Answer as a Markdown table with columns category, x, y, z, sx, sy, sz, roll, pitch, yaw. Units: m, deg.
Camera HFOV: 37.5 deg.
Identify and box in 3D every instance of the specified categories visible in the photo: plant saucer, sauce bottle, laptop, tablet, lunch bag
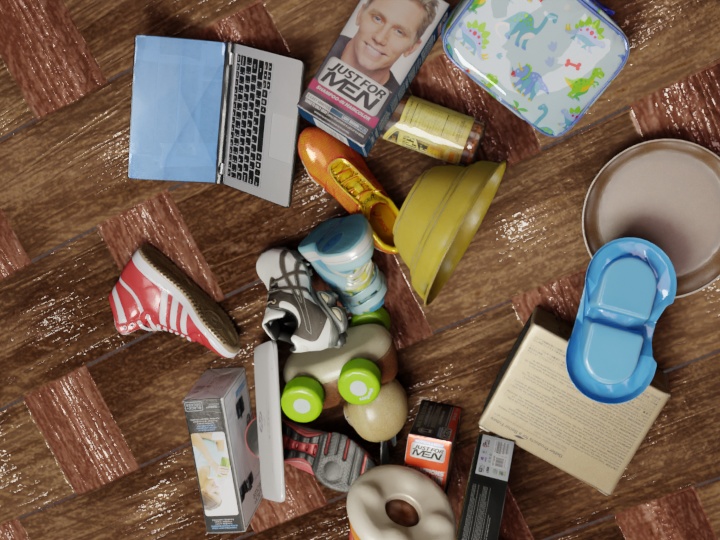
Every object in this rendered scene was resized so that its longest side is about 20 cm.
| category | x | y | z | sx | sy | sz | roll | pitch | yaw |
| --- | --- | --- | --- | --- | --- | --- | --- | --- | --- |
| plant saucer | 0.375 | -0.065 | 1.317 | 0.196 | 0.032 | 0.204 | 3 | 106 | 12 |
| sauce bottle | 0.058 | -0.189 | 1.334 | 0.197 | 0.066 | 0.067 | 21 | 110 | 8 |
| laptop | -0.186 | -0.190 | 1.353 | 0.198 | 0.115 | 0.191 | 21 | 113 | 35 |
| tablet | -0.122 | 0.199 | 1.396 | 0.013 | 0.130 | 0.204 | -1 | 82 | -16 |
| lunch bag | 0.208 | -0.271 | 1.251 | 0.199 | 0.083 | 0.161 | 35 | 110 | -10 |

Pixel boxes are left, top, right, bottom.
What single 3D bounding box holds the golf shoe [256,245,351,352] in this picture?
| category | x | y | z | sx | sy | sz | roll | pitch | yaw |
| --- | --- | --- | --- | --- | --- | --- | --- | --- | --- |
| golf shoe | -0.098 | 0.036 | 1.376 | 0.200 | 0.093 | 0.079 | 40 | 139 | 44 |

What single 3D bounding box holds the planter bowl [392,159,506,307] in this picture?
| category | x | y | z | sx | sy | sz | roll | pitch | yaw |
| --- | --- | --- | --- | --- | --- | --- | --- | --- | --- |
| planter bowl | 0.095 | -0.064 | 1.296 | 0.083 | 0.200 | 0.203 | 30 | 111 | 10 |

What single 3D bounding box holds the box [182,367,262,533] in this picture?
| category | x | y | z | sx | sy | sz | roll | pitch | yaw |
| --- | --- | --- | --- | --- | --- | --- | --- | --- | --- |
| box | -0.190 | 0.252 | 1.495 | 0.059 | 0.117 | 0.204 | -4 | 104 | 11 |

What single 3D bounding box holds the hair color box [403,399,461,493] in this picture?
| category | x | y | z | sx | sy | sz | roll | pitch | yaw |
| --- | --- | --- | --- | --- | --- | --- | --- | --- | --- |
| hair color box | 0.089 | 0.295 | 1.448 | 0.063 | 0.111 | 0.204 | 9 | 109 | 10 |

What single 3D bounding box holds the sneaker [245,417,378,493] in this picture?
| category | x | y | z | sx | sy | sz | roll | pitch | yaw |
| --- | --- | --- | --- | --- | --- | --- | --- | --- | --- |
| sneaker | -0.059 | 0.249 | 1.481 | 0.197 | 0.087 | 0.075 | 20 | 89 | 14 |

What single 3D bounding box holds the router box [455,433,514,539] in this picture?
| category | x | y | z | sx | sy | sz | roll | pitch | yaw |
| --- | --- | --- | --- | --- | --- | --- | --- | --- | --- |
| router box | 0.151 | 0.341 | 1.375 | 0.051 | 0.202 | 0.159 | 12 | 138 | 8 |

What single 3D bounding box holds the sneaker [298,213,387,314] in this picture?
| category | x | y | z | sx | sy | sz | roll | pitch | yaw |
| --- | --- | --- | --- | --- | --- | --- | --- | --- | --- |
| sneaker | 0.000 | 0.000 | 1.351 | 0.079 | 0.200 | 0.131 | -41 | 104 | -9 |

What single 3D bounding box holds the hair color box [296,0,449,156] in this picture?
| category | x | y | z | sx | sy | sz | roll | pitch | yaw |
| --- | --- | --- | --- | --- | --- | --- | --- | --- | --- |
| hair color box | 0.017 | -0.253 | 1.281 | 0.099 | 0.061 | 0.202 | 31 | 87 | 7 |

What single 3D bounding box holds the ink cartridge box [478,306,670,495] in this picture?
| category | x | y | z | sx | sy | sz | roll | pitch | yaw |
| --- | --- | --- | --- | --- | --- | --- | --- | --- | --- |
| ink cartridge box | 0.278 | 0.169 | 1.387 | 0.198 | 0.075 | 0.167 | 28 | 112 | 2 |

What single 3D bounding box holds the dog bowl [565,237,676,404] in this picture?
| category | x | y | z | sx | sy | sz | roll | pitch | yaw |
| --- | --- | --- | --- | --- | --- | --- | --- | --- | --- |
| dog bowl | 0.315 | 0.060 | 1.300 | 0.110 | 0.050 | 0.204 | 14 | 92 | 3 |

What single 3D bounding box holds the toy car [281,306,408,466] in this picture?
| category | x | y | z | sx | sy | sz | roll | pitch | yaw |
| --- | --- | --- | --- | --- | --- | --- | --- | --- | --- |
| toy car | 0.000 | 0.179 | 1.417 | 0.155 | 0.165 | 0.202 | -18 | 115 | 17 |

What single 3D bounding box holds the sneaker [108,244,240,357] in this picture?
| category | x | y | z | sx | sy | sz | roll | pitch | yaw |
| --- | --- | --- | --- | --- | --- | --- | --- | --- | --- |
| sneaker | -0.265 | 0.072 | 1.479 | 0.200 | 0.071 | 0.113 | 44 | 107 | 5 |

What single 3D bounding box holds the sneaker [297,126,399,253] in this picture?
| category | x | y | z | sx | sy | sz | roll | pitch | yaw |
| --- | --- | --- | --- | --- | --- | --- | --- | --- | --- |
| sneaker | -0.002 | -0.108 | 1.357 | 0.073 | 0.077 | 0.200 | -45 | 99 | -9 |

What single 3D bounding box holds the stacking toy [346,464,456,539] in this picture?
| category | x | y | z | sx | sy | sz | roll | pitch | yaw |
| --- | --- | --- | --- | --- | --- | --- | --- | --- | --- |
| stacking toy | 0.029 | 0.365 | 1.372 | 0.144 | 0.147 | 0.202 | 24 | 126 | 4 |
